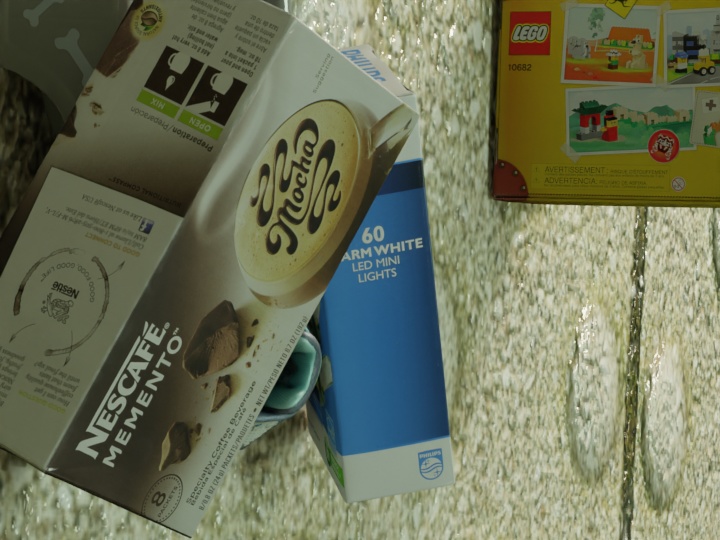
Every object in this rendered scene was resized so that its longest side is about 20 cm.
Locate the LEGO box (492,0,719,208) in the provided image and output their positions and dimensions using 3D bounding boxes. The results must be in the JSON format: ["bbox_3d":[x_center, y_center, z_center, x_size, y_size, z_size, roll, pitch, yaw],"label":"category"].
[{"bbox_3d":[0.184,-0.113,1.738,0.077,0.199,0.149,3,89,-67],"label":"LEGO box"}]

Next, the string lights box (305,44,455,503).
[{"bbox_3d":[0.000,0.000,1.421,0.103,0.059,0.201,-125,-153,-69],"label":"string lights box"}]

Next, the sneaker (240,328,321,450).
[{"bbox_3d":[-0.053,0.050,1.314,0.200,0.086,0.078,4,87,-68],"label":"sneaker"}]

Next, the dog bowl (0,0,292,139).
[{"bbox_3d":[-0.089,-0.104,1.255,0.200,0.059,0.201,1,90,-68],"label":"dog bowl"}]

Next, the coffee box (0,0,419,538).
[{"bbox_3d":[-0.075,-0.007,1.156,0.200,0.080,0.113,-61,147,-4],"label":"coffee box"}]
